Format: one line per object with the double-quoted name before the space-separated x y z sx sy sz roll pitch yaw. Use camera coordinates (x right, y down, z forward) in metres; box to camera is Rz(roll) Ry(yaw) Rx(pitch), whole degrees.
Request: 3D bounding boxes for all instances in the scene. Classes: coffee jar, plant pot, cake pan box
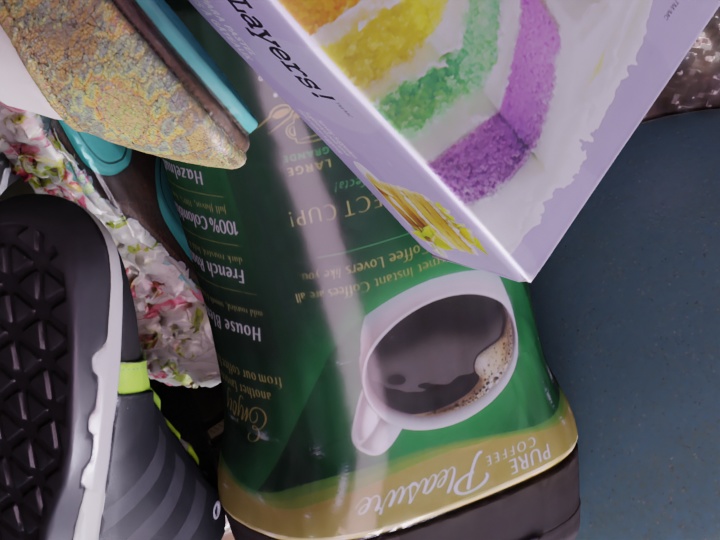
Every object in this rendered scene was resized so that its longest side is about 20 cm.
"coffee jar" 0.000 0.000 0.779 0.104 0.085 0.201 -18 107 -25
"plant pot" 0.122 0.068 0.871 0.199 0.135 0.201 -5 128 -6
"cake pan box" 0.033 -0.129 0.693 0.200 0.052 0.184 -54 128 -16

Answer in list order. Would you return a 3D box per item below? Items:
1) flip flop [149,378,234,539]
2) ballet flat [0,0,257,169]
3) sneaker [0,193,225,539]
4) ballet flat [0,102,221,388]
"flip flop" -0.059 0.065 0.884 0.199 0.081 0.058 -29 142 7
"ballet flat" -0.103 -0.089 0.683 0.071 0.200 0.071 -33 164 -11
"sneaker" -0.080 0.059 0.793 0.083 0.071 0.201 -30 136 -43
"ballet flat" -0.087 -0.033 0.798 0.064 0.076 0.200 -16 127 19
